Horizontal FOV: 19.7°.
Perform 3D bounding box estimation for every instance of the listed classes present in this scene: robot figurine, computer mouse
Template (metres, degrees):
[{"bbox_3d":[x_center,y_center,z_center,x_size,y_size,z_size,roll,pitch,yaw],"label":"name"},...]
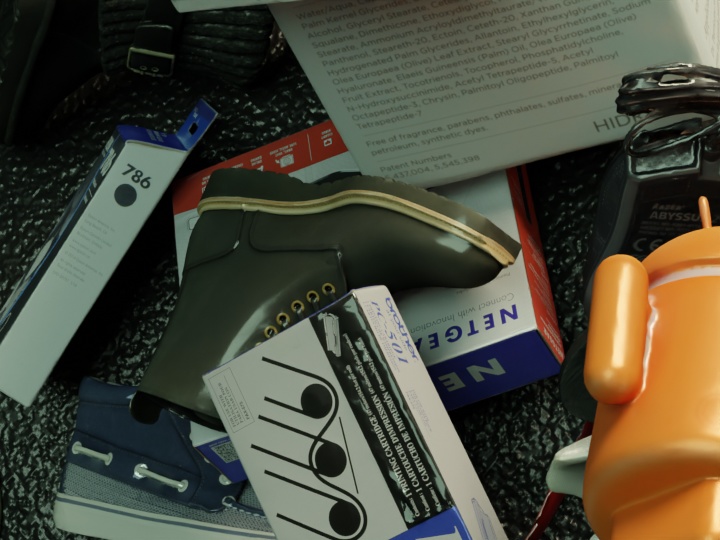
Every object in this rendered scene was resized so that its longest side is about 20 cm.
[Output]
[{"bbox_3d":[0.164,0.065,0.932,0.143,0.117,0.201,12,51,5],"label":"robot figurine"},{"bbox_3d":[0.170,-0.037,1.043,0.137,0.201,0.053,6,49,-10],"label":"computer mouse"}]

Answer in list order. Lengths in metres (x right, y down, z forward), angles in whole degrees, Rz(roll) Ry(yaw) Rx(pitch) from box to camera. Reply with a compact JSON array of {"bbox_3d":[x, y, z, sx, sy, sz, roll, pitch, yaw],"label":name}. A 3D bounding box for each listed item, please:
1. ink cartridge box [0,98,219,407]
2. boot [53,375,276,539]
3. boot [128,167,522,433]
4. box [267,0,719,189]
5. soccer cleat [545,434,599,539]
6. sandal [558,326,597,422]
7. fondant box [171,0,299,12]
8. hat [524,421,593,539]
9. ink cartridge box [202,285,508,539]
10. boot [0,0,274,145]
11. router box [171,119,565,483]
[{"bbox_3d":[-0.155,-0.022,1.207,0.039,0.099,0.201,33,91,-13],"label":"ink cartridge box"},{"bbox_3d":[-0.083,0.112,1.156,0.198,0.073,0.091,6,86,25],"label":"boot"},{"bbox_3d":[-0.021,0.028,1.051,0.199,0.077,0.139,4,66,45],"label":"boot"},{"bbox_3d":[0.070,-0.179,1.065,0.198,0.172,0.200,-12,43,20],"label":"box"},{"bbox_3d":[0.153,0.154,0.974,0.086,0.070,0.201,-9,46,-23],"label":"soccer cleat"},{"bbox_3d":[0.195,0.044,1.035,0.199,0.076,0.048,-11,34,11],"label":"sandal"},{"bbox_3d":[-0.004,-0.213,0.968,0.143,0.058,0.201,-1,50,32],"label":"fondant box"},{"bbox_3d":[0.098,0.191,1.092,0.166,0.176,0.200,44,118,-3],"label":"hat"},{"bbox_3d":[0.010,0.118,0.986,0.094,0.044,0.201,-28,82,22],"label":"ink cartridge box"},{"bbox_3d":[-0.140,-0.134,1.229,0.156,0.211,0.080,0,70,-20],"label":"boot"},{"bbox_3d":[0.000,0.000,1.129,0.199,0.049,0.181,-20,53,15],"label":"router box"}]
